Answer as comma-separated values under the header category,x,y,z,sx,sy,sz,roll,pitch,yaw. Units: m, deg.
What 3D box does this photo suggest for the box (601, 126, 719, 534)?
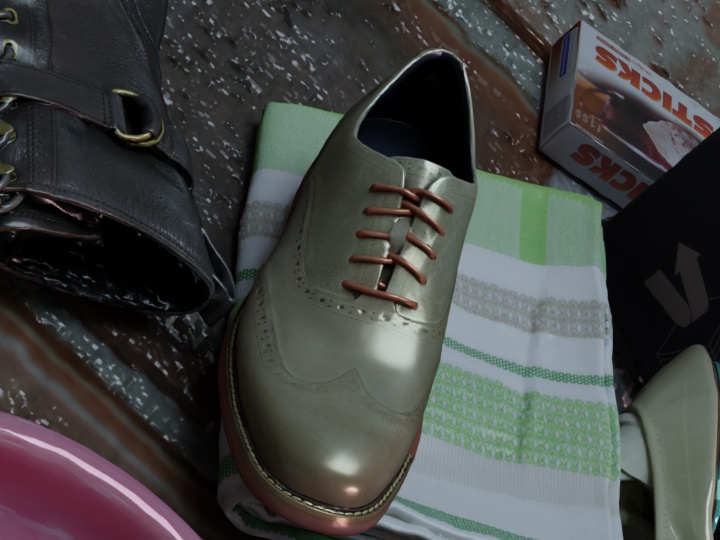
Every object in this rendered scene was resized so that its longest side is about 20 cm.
category,x,y,z,sx,sy,sz,roll,pitch,yaw
box,0.217,0.018,1.008,0.117,0.197,0.201,-10,67,-42

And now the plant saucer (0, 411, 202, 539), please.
category,x,y,z,sx,sy,sz,roll,pitch,yaw
plant saucer,-0.104,0.130,0.705,0.200,0.051,0.201,26,40,-25

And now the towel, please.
category,x,y,z,sx,sy,sz,roll,pitch,yaw
towel,0.026,0.026,0.934,0.148,0.031,0.201,19,43,-15

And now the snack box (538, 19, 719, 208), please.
category,x,y,z,sx,sy,sz,roll,pitch,yaw
snack box,0.163,-0.029,1.162,0.199,0.024,0.072,33,39,-20

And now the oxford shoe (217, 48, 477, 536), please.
category,x,y,z,sx,sy,sz,roll,pitch,yaw
oxford shoe,0.000,0.000,0.873,0.070,0.074,0.201,19,41,-9

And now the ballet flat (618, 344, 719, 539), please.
category,x,y,z,sx,sy,sz,roll,pitch,yaw
ballet flat,0.100,0.102,0.946,0.069,0.069,0.201,29,41,-25

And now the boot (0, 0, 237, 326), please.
category,x,y,z,sx,sy,sz,roll,pitch,yaw
boot,-0.123,-0.079,0.871,0.199,0.069,0.175,24,41,-33
